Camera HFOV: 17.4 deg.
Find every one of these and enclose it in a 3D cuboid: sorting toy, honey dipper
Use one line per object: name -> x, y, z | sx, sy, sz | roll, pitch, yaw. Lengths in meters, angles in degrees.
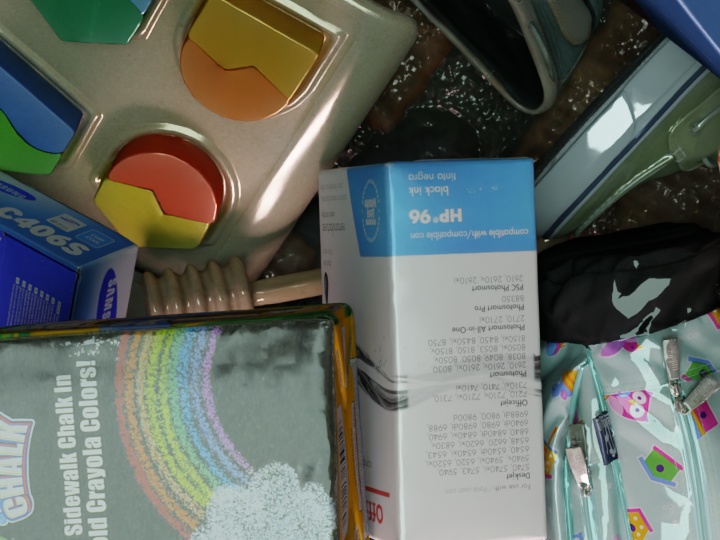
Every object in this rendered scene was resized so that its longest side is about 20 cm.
sorting toy -> -0.101, -0.081, 1.036 | 0.199, 0.037, 0.185 | 25, 127, -14
honey dipper -> 0.000, 0.000, 1.081 | 0.199, 0.038, 0.038 | -12, 100, -9

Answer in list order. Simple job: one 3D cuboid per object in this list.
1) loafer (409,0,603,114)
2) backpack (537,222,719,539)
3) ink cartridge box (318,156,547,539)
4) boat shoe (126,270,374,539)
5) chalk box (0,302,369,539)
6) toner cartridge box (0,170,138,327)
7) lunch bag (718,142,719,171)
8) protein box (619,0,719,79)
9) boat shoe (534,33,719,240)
loafer -> 0.035, -0.141, 1.006 | 0.200, 0.072, 0.063 | 37, 59, -37
backpack -> 0.128, 0.085, 1.033 | 0.126, 0.167, 0.201 | -8, 95, 4
ink cartridge box -> 0.029, 0.054, 1.011 | 0.068, 0.116, 0.201 | -2, 91, -15
boat shoe -> -0.075, 0.071, 1.099 | 0.200, 0.076, 0.060 | 37, 144, 6
chalk box -> -0.101, 0.081, 0.935 | 0.199, 0.124, 0.125 | -3, 90, 5
toner cartridge box -> -0.163, 0.062, 1.064 | 0.095, 0.043, 0.201 | 27, 119, 25
lunch bag -> 0.247, -0.062, 0.944 | 0.200, 0.082, 0.176 | -41, 116, -2
protein box -> 0.156, -0.215, 0.945 | 0.200, 0.135, 0.199 | -44, 127, 2
boat shoe -> 0.153, -0.079, 1.055 | 0.062, 0.072, 0.200 | 45, 97, -3
